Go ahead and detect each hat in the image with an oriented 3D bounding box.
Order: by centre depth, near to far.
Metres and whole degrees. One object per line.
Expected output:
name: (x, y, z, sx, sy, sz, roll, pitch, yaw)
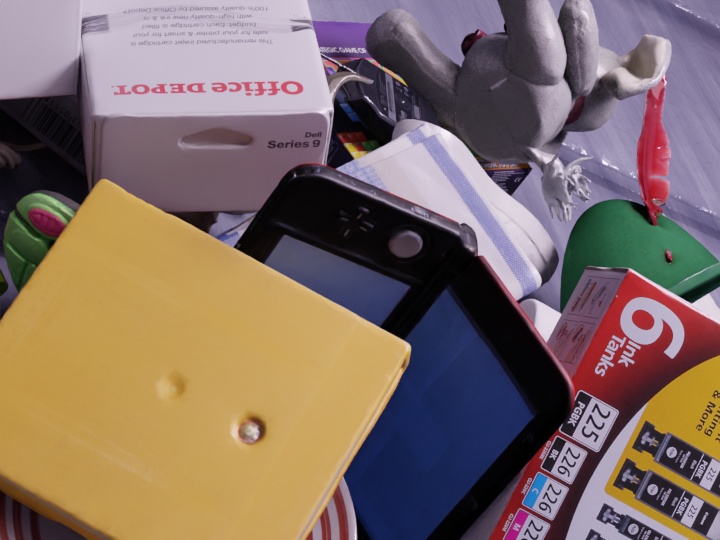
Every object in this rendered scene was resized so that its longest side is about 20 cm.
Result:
hat: (0.172, -0.043, 1.429, 0.177, 0.165, 0.200, 63, 21, 9)

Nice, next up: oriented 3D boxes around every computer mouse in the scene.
computer mouse: (-0.024, -0.137, 1.388, 0.200, 0.034, 0.059, 32, 35, -27)

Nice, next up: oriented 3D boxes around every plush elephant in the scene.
plush elephant: (0.137, -0.149, 1.470, 0.201, 0.164, 0.155, 57, 36, -3)

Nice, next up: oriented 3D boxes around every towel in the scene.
towel: (0.000, 0.000, 1.268, 0.199, 0.024, 0.147, -28, 63, -13)

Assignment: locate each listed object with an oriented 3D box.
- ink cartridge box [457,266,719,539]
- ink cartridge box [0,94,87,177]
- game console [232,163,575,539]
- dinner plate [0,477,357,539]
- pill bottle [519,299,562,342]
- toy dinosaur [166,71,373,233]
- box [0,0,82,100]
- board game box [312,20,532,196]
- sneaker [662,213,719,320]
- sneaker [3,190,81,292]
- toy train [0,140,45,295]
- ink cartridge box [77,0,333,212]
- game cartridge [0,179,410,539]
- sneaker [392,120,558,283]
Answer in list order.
ink cartridge box: (0.169, 0.126, 1.136, 0.175, 0.201, 0.084, 28, -4, -10)
ink cartridge box: (-0.203, -0.141, 1.348, 0.162, 0.050, 0.200, 38, 14, 0)
game console: (-0.008, 0.068, 1.108, 0.172, 0.200, 0.119, 22, 35, -24)
dinner plate: (-0.100, 0.135, 1.057, 0.199, 0.024, 0.201, 9, 48, -10)
pill bottle: (0.166, 0.108, 1.236, 0.199, 0.114, 0.114, 31, 32, -10)
toy dinosaur: (-0.076, -0.070, 1.280, 0.199, 0.077, 0.102, -16, 52, -23)
box: (-0.275, -0.165, 1.153, 0.199, 0.098, 0.124, -6, 32, -22)
board game box: (0.014, -0.116, 1.503, 0.199, 0.057, 0.166, -6, 54, -49)
sneaker: (0.266, 0.048, 1.542, 0.115, 0.074, 0.201, 19, 45, -32)
sneaker: (-0.134, 0.007, 1.171, 0.200, 0.077, 0.084, 35, 29, -39)
toy train: (-0.232, -0.030, 1.138, 0.200, 0.084, 0.116, 0, 64, -55)
ink cartridge box: (-0.105, -0.131, 1.221, 0.145, 0.084, 0.201, -2, 45, -11)
game cartridge: (-0.100, 0.067, 1.047, 0.199, 0.032, 0.177, 28, 67, 10)
sneaker: (0.065, -0.007, 1.403, 0.200, 0.073, 0.116, 40, 64, -45)
